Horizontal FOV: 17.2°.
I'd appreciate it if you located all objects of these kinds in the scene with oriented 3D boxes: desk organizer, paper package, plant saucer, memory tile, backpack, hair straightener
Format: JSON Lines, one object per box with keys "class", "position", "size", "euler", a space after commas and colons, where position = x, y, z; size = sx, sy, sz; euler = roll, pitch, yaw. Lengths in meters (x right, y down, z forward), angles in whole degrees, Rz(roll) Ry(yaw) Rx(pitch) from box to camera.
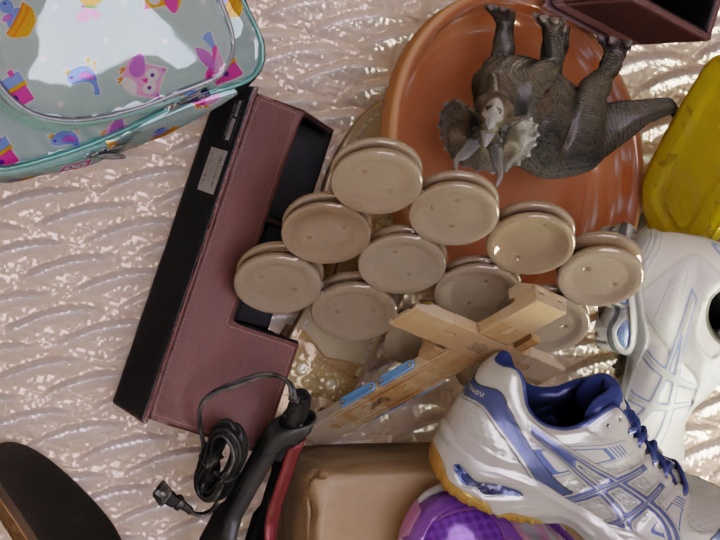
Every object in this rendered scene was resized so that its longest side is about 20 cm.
{"class": "desk organizer", "position": [-0.070, -0.001, 1.383], "size": [0.077, 0.072, 0.200], "euler": [19, 89, -21]}
{"class": "paper package", "position": [0.049, 0.200, 1.421], "size": [0.199, 0.103, 0.191], "euler": [-1, 96, -18]}
{"class": "plant saucer", "position": [0.086, -0.066, 1.416], "size": [0.200, 0.037, 0.201], "euler": [4, 83, -38]}
{"class": "desk organizer", "position": [0.186, -0.238, 1.413], "size": [0.072, 0.077, 0.200], "euler": [23, 80, -33]}
{"class": "memory tile", "position": [0.045, 0.000, 1.331], "size": [0.200, 0.153, 0.017], "euler": [22, 45, -24]}
{"class": "backpack", "position": [-0.168, -0.141, 1.296], "size": [0.200, 0.153, 0.176], "euler": [-24, 97, -3]}
{"class": "hair straightener", "position": [-0.078, 0.133, 1.357], "size": [0.077, 0.041, 0.200], "euler": [8, 130, -18]}

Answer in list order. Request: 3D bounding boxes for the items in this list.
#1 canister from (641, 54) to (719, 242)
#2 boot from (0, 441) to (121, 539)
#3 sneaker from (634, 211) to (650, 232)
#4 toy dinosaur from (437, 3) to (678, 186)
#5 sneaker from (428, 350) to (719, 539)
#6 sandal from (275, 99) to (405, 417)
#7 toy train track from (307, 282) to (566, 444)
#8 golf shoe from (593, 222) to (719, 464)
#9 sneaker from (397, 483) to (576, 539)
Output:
{"class": "canister", "position": [0.286, -0.069, 1.441], "size": [0.200, 0.087, 0.149], "euler": [-4, 140, -27]}
{"class": "boot", "position": [-0.165, 0.192, 1.372], "size": [0.075, 0.074, 0.200], "euler": [-35, 92, 28]}
{"class": "sneaker", "position": [0.248, 0.032, 1.484], "size": [0.200, 0.080, 0.070], "euler": [42, 84, -15]}
{"class": "toy dinosaur", "position": [0.107, -0.094, 1.378], "size": [0.200, 0.077, 0.103], "euler": [10, 95, -53]}
{"class": "sneaker", "position": [0.141, 0.107, 1.336], "size": [0.200, 0.075, 0.088], "euler": [17, 110, -22]}
{"class": "sandal", "position": [0.005, 0.002, 1.406], "size": [0.077, 0.070, 0.212], "euler": [23, 87, -18]}
{"class": "toy train track", "position": [0.037, 0.047, 1.353], "size": [0.115, 0.200, 0.033], "euler": [24, 50, -35]}
{"class": "golf shoe", "position": [0.194, 0.060, 1.424], "size": [0.097, 0.078, 0.200], "euler": [0, 134, 12]}
{"class": "sneaker", "position": [0.113, 0.187, 1.341], "size": [0.200, 0.088, 0.081], "euler": [34, 86, -17]}
